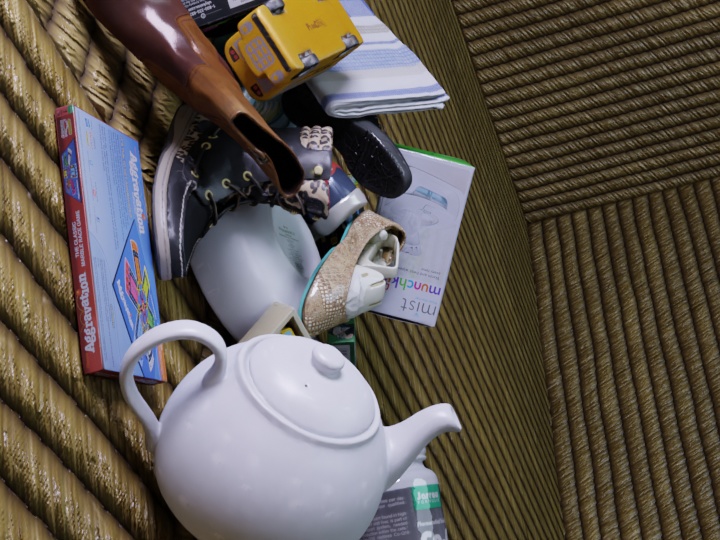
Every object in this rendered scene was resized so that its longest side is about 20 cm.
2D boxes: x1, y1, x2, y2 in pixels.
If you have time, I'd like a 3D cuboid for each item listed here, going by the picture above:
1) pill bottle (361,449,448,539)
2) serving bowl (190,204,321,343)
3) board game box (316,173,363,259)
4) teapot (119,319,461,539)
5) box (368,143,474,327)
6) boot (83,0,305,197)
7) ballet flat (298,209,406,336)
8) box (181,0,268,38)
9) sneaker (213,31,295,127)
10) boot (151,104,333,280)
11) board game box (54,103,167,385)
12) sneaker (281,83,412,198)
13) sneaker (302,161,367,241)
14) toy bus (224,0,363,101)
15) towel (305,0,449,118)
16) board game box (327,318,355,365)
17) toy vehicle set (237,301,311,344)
[{"bbox_3d":[0.041,0.290,1.322,0.113,0.111,0.204,28,50,-71],"label":"pill bottle"},{"bbox_3d":[-0.088,-0.016,1.111,0.201,0.065,0.202,51,25,-34],"label":"serving bowl"},{"bbox_3d":[-0.033,-0.028,1.428,0.200,0.056,0.168,-31,106,-75],"label":"board game box"},{"bbox_3d":[-0.058,0.117,0.884,0.197,0.147,0.199,39,29,20],"label":"teapot"},{"bbox_3d":[0.057,-0.046,1.311,0.200,0.095,0.180,-75,178,-83],"label":"box"},{"bbox_3d":[-0.140,-0.159,0.934,0.200,0.068,0.189,52,-2,45],"label":"boot"},{"bbox_3d":[0.000,0.000,1.117,0.201,0.064,0.071,-61,158,-53],"label":"ballet flat"},{"bbox_3d":[-0.130,-0.298,1.110,0.200,0.146,0.126,-51,124,-72],"label":"box"},{"bbox_3d":[-0.109,-0.170,1.219,0.201,0.078,0.132,-80,152,-54],"label":"sneaker"},{"bbox_3d":[-0.100,-0.068,1.007,0.202,0.148,0.074,-88,-177,-50],"label":"boot"},{"bbox_3d":[-0.191,-0.016,0.895,0.103,0.019,0.204,28,50,-69],"label":"board game box"},{"bbox_3d":[-0.004,-0.161,1.206,0.199,0.060,0.104,40,41,14],"label":"sneaker"},{"bbox_3d":[-0.057,-0.075,1.236,0.085,0.075,0.200,52,-24,-3],"label":"sneaker"},{"bbox_3d":[-0.060,-0.206,1.049,0.066,0.078,0.200,57,26,-6],"label":"toy bus"},{"bbox_3d":[-0.013,-0.224,1.214,0.201,0.145,0.024,55,-38,38],"label":"towel"},{"bbox_3d":[-0.018,0.109,1.203,0.135,0.029,0.203,-94,-178,-54],"label":"board game box"},{"bbox_3d":[-0.070,0.142,1.065,0.125,0.026,0.201,-49,135,-26],"label":"toy vehicle set"}]
